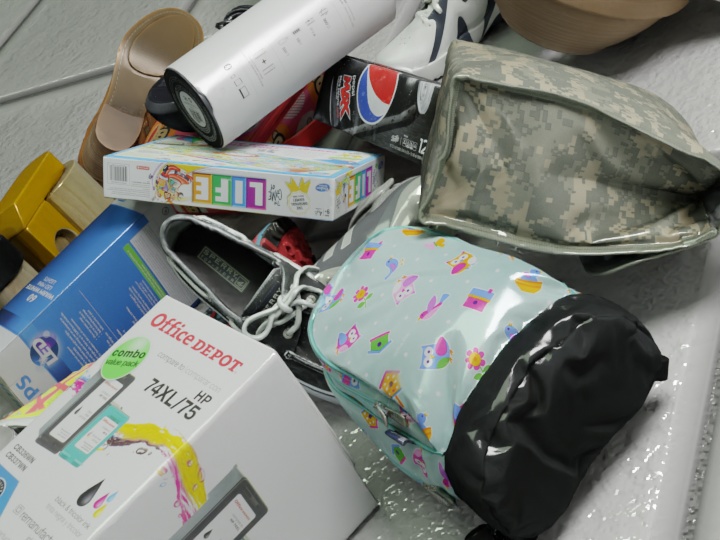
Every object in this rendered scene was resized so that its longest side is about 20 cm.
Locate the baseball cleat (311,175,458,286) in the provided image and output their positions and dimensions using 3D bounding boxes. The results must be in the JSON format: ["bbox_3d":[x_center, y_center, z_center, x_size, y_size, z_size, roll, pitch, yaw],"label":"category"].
[{"bbox_3d":[0.000,0.000,1.033,0.199,0.070,0.106,-40,17,-14],"label":"baseball cleat"}]

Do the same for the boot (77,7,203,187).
[{"bbox_3d":[-0.229,-0.157,1.367,0.155,0.076,0.202,132,158,-59],"label":"boot"}]

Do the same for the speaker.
[{"bbox_3d":[-0.065,-0.192,1.139,0.199,0.082,0.081,-39,33,-17],"label":"speaker"}]

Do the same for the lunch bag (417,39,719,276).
[{"bbox_3d":[0.143,-0.072,0.893,0.197,0.119,0.164,13,17,-1],"label":"lunch bag"}]

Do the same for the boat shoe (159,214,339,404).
[{"bbox_3d":[-0.055,0.024,0.934,0.199,0.068,0.074,40,87,11],"label":"boat shoe"}]

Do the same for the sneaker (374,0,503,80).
[{"bbox_3d":[0.078,-0.268,1.242,0.198,0.130,0.080,-30,31,5],"label":"sneaker"}]

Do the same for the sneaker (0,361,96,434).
[{"bbox_3d":[-0.221,0.119,1.045,0.198,0.079,0.090,-25,16,27],"label":"sneaker"}]

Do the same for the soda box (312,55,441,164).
[{"bbox_3d":[0.038,-0.133,1.134,0.199,0.070,0.064,30,107,55],"label":"soda box"}]

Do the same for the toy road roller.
[{"bbox_3d":[-0.306,0.006,1.227,0.145,0.123,0.201,-26,28,36],"label":"toy road roller"}]

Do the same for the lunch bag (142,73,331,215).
[{"bbox_3d":[-0.101,-0.141,1.283,0.175,0.082,0.201,3,48,38],"label":"lunch bag"}]

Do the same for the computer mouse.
[{"bbox_3d":[-0.114,-0.179,1.232,0.137,0.053,0.200,7,41,38],"label":"computer mouse"}]

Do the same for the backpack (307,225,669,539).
[{"bbox_3d":[0.063,0.056,0.827,0.167,0.127,0.199,-44,36,-17],"label":"backpack"}]

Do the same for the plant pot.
[{"bbox_3d":[0.176,-0.246,1.126,0.198,0.093,0.202,11,38,-9],"label":"plant pot"}]

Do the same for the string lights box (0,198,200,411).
[{"bbox_3d":[-0.220,0.035,1.125,0.200,0.103,0.059,-47,37,-21],"label":"string lights box"}]

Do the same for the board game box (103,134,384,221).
[{"bbox_3d":[-0.093,-0.079,1.112,0.197,0.035,0.134,7,15,17],"label":"board game box"}]

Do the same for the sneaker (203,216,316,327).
[{"bbox_3d":[-0.098,0.037,1.041,0.095,0.080,0.201,-13,37,32],"label":"sneaker"}]

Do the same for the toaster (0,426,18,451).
[{"bbox_3d":[-0.297,0.206,0.952,0.179,0.119,0.201,-4,42,36],"label":"toaster"}]

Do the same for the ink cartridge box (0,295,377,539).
[{"bbox_3d":[-0.123,0.148,0.850,0.200,0.147,0.146,-45,35,-19],"label":"ink cartridge box"}]
